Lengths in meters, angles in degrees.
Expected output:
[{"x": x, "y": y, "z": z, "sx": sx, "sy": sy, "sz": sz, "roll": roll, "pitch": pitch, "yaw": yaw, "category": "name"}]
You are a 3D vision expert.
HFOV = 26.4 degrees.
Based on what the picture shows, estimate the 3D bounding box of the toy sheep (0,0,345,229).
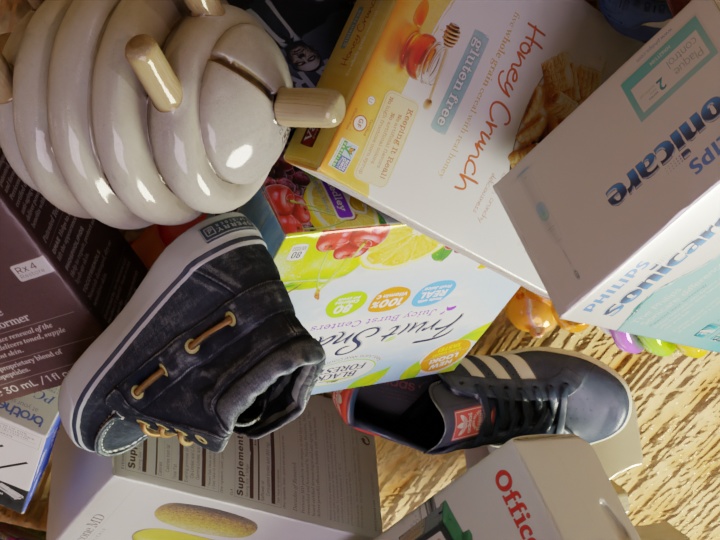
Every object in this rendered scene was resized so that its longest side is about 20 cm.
[{"x": -0.101, "y": -0.083, "z": 0.722, "sx": 0.200, "sy": 0.138, "sz": 0.138, "roll": 11, "pitch": 148, "yaw": 27, "category": "toy sheep"}]

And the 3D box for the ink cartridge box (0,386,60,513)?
[{"x": -0.286, "y": 0.074, "z": 0.951, "sx": 0.200, "sy": 0.044, "sz": 0.094, "roll": 23, "pitch": 136, "yaw": -3, "category": "ink cartridge box"}]

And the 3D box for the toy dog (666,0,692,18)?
[{"x": 0.184, "y": -0.177, "z": 0.693, "sx": 0.200, "sy": 0.132, "sz": 0.096, "roll": -24, "pitch": 108, "yaw": 34, "category": "toy dog"}]

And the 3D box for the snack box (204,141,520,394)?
[{"x": 0.000, "y": 0.000, "z": 0.875, "sx": 0.200, "sy": 0.068, "sz": 0.169, "roll": -5, "pitch": 146, "yaw": -34, "category": "snack box"}]

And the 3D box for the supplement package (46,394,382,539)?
[{"x": -0.100, "y": 0.143, "z": 1.053, "sx": 0.200, "sy": 0.110, "sz": 0.114, "roll": 18, "pitch": 135, "yaw": -26, "category": "supplement package"}]

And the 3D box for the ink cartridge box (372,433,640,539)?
[{"x": 0.082, "y": 0.215, "z": 0.982, "sx": 0.200, "sy": 0.146, "sz": 0.084, "roll": -42, "pitch": 151, "yaw": 30, "category": "ink cartridge box"}]

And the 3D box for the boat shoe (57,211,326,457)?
[{"x": -0.091, "y": 0.064, "z": 0.785, "sx": 0.071, "sy": 0.091, "sz": 0.200, "roll": -16, "pitch": 156, "yaw": -39, "category": "boat shoe"}]

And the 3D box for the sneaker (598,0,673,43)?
[{"x": 0.219, "y": -0.124, "z": 0.790, "sx": 0.200, "sy": 0.075, "sz": 0.088, "roll": -1, "pitch": 141, "yaw": -3, "category": "sneaker"}]

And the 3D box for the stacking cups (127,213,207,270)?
[{"x": -0.137, "y": 0.017, "z": 0.932, "sx": 0.060, "sy": 0.061, "sz": 0.200, "roll": 23, "pitch": 133, "yaw": -30, "category": "stacking cups"}]

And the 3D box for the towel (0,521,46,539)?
[{"x": -0.193, "y": 0.214, "z": 1.109, "sx": 0.144, "sy": 0.023, "sz": 0.200, "roll": 22, "pitch": 170, "yaw": -39, "category": "towel"}]

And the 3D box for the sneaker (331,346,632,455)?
[{"x": 0.078, "y": 0.091, "z": 0.997, "sx": 0.200, "sy": 0.085, "sz": 0.075, "roll": 2, "pitch": 103, "yaw": 2, "category": "sneaker"}]

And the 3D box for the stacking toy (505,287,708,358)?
[{"x": 0.184, "y": 0.014, "z": 0.949, "sx": 0.200, "sy": 0.116, "sz": 0.110, "roll": -10, "pitch": 144, "yaw": 24, "category": "stacking toy"}]

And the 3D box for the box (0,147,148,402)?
[{"x": -0.205, "y": -0.025, "z": 0.831, "sx": 0.100, "sy": 0.075, "sz": 0.200, "roll": -16, "pitch": 126, "yaw": 23, "category": "box"}]

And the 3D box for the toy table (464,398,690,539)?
[{"x": 0.151, "y": 0.185, "z": 1.096, "sx": 0.117, "sy": 0.184, "sz": 0.200, "roll": -11, "pitch": 109, "yaw": -8, "category": "toy table"}]

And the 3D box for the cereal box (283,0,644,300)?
[{"x": 0.073, "y": -0.078, "z": 0.786, "sx": 0.200, "sy": 0.040, "sz": 0.144, "roll": 25, "pitch": 88, "yaw": -35, "category": "cereal box"}]

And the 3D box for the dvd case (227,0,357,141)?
[{"x": -0.040, "y": -0.129, "z": 0.795, "sx": 0.150, "sy": 0.025, "sz": 0.200, "roll": -22, "pitch": 138, "yaw": 20, "category": "dvd case"}]

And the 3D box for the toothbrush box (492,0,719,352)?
[{"x": 0.189, "y": -0.037, "z": 0.758, "sx": 0.200, "sy": 0.085, "sz": 0.146, "roll": 10, "pitch": 135, "yaw": -44, "category": "toothbrush box"}]
